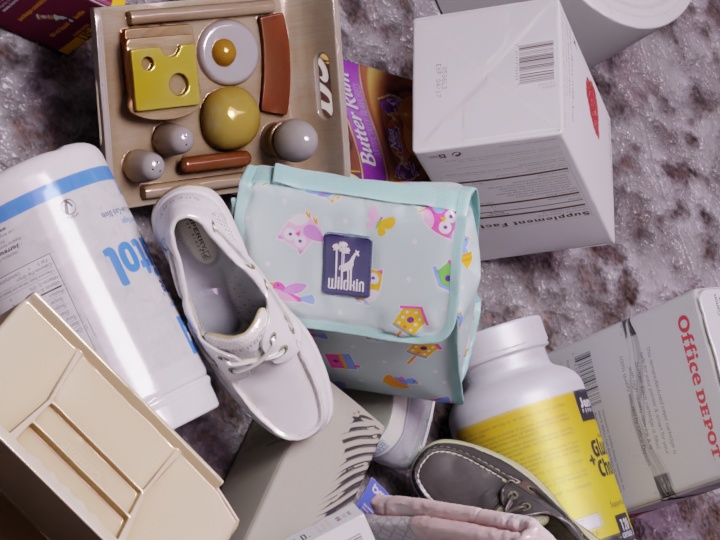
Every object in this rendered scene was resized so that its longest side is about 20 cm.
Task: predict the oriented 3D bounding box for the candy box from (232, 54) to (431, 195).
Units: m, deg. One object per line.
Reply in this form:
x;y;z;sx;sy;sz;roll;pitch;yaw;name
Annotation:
-0.024;-0.104;1.655;0.199;0.056;0.118;12;66;-33;candy box

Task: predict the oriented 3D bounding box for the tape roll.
0.175;-0.276;1.828;0.202;0.139;0.204;15;64;-33;tape roll

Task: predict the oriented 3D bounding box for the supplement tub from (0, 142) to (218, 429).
-0.193;0.029;1.417;0.132;0.132;0.201;-26;89;-42;supplement tub

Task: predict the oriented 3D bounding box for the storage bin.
-0.209;0.139;1.313;0.199;0.200;0.094;47;48;-13;storage bin

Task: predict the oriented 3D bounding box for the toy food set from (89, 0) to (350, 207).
-0.100;-0.124;1.514;0.199;0.060;0.145;-9;99;-33;toy food set

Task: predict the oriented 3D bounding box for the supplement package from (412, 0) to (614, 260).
0.124;-0.108;1.670;0.200;0.119;0.122;53;34;-60;supplement package

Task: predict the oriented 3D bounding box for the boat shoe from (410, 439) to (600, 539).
0.121;0.192;1.548;0.200;0.066;0.072;38;91;10;boat shoe

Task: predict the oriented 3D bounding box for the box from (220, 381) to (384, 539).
-0.061;0.177;1.495;0.068;0.082;0.201;40;54;-20;box

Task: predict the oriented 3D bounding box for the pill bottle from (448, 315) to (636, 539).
0.134;0.142;1.641;0.112;0.112;0.201;-12;80;-40;pill bottle

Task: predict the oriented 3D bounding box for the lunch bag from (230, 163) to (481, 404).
0.000;0.000;1.499;0.169;0.200;0.123;8;60;9;lunch bag

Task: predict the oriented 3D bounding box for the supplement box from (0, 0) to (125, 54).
-0.265;-0.250;1.503;0.199;0.085;0.111;22;60;-31;supplement box

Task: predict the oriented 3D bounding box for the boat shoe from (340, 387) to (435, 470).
0.029;0.060;1.631;0.071;0.070;0.202;40;48;-44;boat shoe

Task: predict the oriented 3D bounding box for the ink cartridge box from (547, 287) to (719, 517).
0.244;0.110;1.683;0.083;0.200;0.146;-3;74;-39;ink cartridge box

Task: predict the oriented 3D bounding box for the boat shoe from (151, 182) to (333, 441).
-0.082;0.039;1.421;0.201;0.071;0.069;58;6;-17;boat shoe

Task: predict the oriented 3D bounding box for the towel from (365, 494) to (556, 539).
0.116;0.232;1.490;0.200;0.190;0.032;45;66;-28;towel

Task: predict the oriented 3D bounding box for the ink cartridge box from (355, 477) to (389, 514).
-0.007;0.263;1.528;0.119;0.042;0.200;46;53;-18;ink cartridge box

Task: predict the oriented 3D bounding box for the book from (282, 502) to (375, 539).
-0.064;0.259;1.394;0.199;0.048;0.134;-26;107;-11;book
